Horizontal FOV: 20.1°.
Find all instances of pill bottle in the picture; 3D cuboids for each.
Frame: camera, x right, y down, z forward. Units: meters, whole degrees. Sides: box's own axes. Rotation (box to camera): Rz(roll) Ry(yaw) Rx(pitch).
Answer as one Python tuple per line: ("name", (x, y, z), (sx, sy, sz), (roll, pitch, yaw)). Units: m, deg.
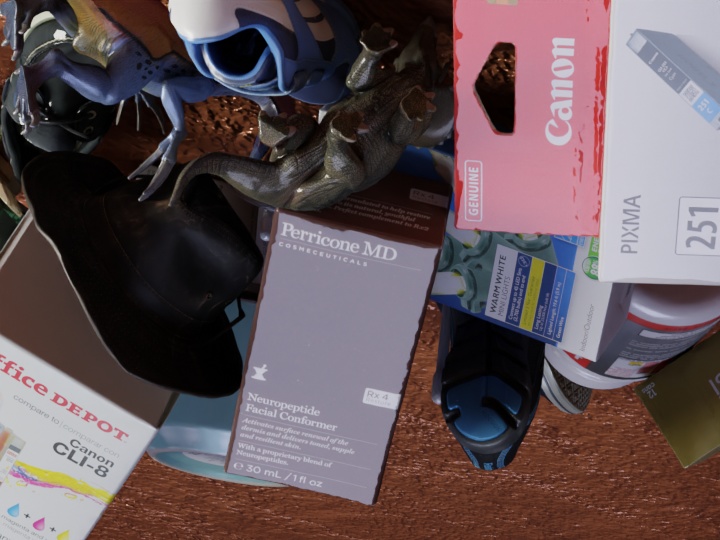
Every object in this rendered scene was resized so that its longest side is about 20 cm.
("pill bottle", (0.181, 0.007, 1.342), (0.115, 0.117, 0.200), (10, 160, -4))

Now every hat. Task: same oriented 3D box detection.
("hat", (-0.110, -0.015, 1.236), (0.081, 0.202, 0.200), (-34, 143, 17))

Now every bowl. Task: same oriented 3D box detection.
("bowl", (-0.089, 0.094, 1.486), (0.199, 0.106, 0.201), (8, 165, 2))

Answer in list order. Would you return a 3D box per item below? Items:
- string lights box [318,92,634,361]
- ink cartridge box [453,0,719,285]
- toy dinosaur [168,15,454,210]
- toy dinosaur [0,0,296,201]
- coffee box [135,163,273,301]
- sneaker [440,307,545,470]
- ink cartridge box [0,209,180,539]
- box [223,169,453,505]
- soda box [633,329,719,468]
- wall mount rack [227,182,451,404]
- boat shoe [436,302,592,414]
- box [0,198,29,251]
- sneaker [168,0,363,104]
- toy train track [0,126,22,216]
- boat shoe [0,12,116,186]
("string lights box", (0.069, -0.033, 1.223), (0.198, 0.059, 0.104), (20, 124, 19))
("ink cartridge box", (0.134, -0.084, 1.072), (0.174, 0.045, 0.201), (2, 129, 7))
("toy dinosaur", (-0.010, -0.069, 1.109), (0.077, 0.200, 0.103), (44, 161, 19))
("toy dinosaur", (-0.109, -0.112, 1.158), (0.180, 0.106, 0.201), (-3, 144, -25))
("coffee box", (-0.074, -0.004, 1.475), (0.198, 0.081, 0.113), (12, 162, -6))
("sneaker", (0.087, 0.030, 1.305), (0.072, 0.202, 0.082), (8, 155, 12))
("ink cartridge box", (-0.207, 0.079, 1.347), (0.145, 0.145, 0.200), (31, 129, -7))
("box", (-0.015, 0.037, 1.210), (0.099, 0.075, 0.201), (12, 123, 0))
("soda box", (0.279, 0.048, 1.320), (0.199, 0.064, 0.068), (-37, 167, 17))
("wall mount rack", (0.000, 0.000, 1.346), (0.198, 0.174, 0.075), (13, 117, -12))
("boat shoe", (0.122, 0.049, 1.553), (0.062, 0.075, 0.200), (1, 154, 37))
("box", (-0.324, -0.066, 1.400), (0.199, 0.037, 0.144), (22, -176, -33))
("sneaker", (-0.055, -0.128, 1.128), (0.073, 0.083, 0.200), (0, 161, 22))
("toy train track", (-0.265, -0.102, 1.331), (0.115, 0.033, 0.200), (46, 176, 26))
("boat shoe", (-0.191, -0.101, 1.284), (0.074, 0.067, 0.199), (17, 159, -17))
